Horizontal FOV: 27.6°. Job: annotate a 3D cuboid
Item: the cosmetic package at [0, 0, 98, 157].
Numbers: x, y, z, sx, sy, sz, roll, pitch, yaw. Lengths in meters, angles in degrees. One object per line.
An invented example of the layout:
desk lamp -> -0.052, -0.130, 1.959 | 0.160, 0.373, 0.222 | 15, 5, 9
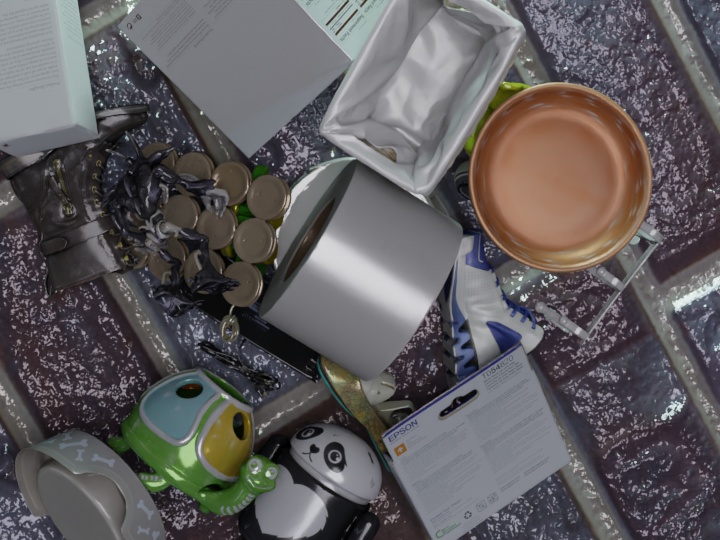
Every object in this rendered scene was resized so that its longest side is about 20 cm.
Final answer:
cosmetic package -> -0.353, -0.234, 1.576 | 0.101, 0.071, 0.201 | -11, 81, 10

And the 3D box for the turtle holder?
turtle holder -> -0.181, 0.189, 1.627 | 0.141, 0.185, 0.132 | 36, 91, -26

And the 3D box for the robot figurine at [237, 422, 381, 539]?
robot figurine -> -0.062, 0.271, 1.678 | 0.150, 0.125, 0.200 | 34, 94, -9

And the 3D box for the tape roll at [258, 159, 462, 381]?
tape roll -> 0.000, 0.000, 1.583 | 0.139, 0.203, 0.203 | 32, 92, -8

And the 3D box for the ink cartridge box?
ink cartridge box -> 0.129, 0.197, 1.692 | 0.199, 0.041, 0.200 | -32, 124, -10

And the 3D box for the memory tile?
memory tile -> -0.179, -0.054, 1.634 | 0.200, 0.017, 0.154 | 18, 94, 24

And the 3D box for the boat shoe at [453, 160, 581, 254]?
boat shoe -> 0.176, -0.062, 1.644 | 0.075, 0.200, 0.093 | 48, 64, -47

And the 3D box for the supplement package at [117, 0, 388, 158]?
supplement package -> -0.107, -0.271, 1.563 | 0.200, 0.147, 0.191 | 45, 129, -10

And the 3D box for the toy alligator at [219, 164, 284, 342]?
toy alligator -> -0.121, -0.017, 1.645 | 0.059, 0.054, 0.201 | 11, 91, 25

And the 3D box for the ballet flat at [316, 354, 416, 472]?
ballet flat -> 0.023, 0.154, 1.682 | 0.071, 0.071, 0.200 | -34, 121, -3

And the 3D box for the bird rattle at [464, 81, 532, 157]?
bird rattle -> 0.101, -0.200, 1.631 | 0.200, 0.163, 0.113 | 39, 84, 13

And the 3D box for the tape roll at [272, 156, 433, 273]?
tape roll -> -0.006, -0.032, 1.698 | 0.202, 0.037, 0.203 | -1, 96, -6

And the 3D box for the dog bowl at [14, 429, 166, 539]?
dog bowl -> -0.295, 0.264, 1.623 | 0.059, 0.200, 0.200 | -38, 101, -34

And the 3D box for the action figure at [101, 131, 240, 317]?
action figure -> -0.207, -0.052, 1.583 | 0.119, 0.102, 0.200 | -32, 70, 22

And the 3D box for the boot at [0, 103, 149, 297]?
boot -> -0.293, -0.080, 1.639 | 0.200, 0.069, 0.174 | -26, 96, 7

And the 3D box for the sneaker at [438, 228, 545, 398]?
sneaker -> 0.154, 0.046, 1.713 | 0.115, 0.081, 0.200 | -6, 104, -10

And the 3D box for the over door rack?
over door rack -> 0.262, 0.003, 1.660 | 0.067, 0.200, 0.148 | 38, 92, 0

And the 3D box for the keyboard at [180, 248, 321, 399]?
keyboard -> -0.125, 0.066, 1.688 | 0.200, 0.021, 0.127 | 32, 102, 1

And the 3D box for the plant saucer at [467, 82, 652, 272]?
plant saucer -> 0.209, -0.097, 1.554 | 0.200, 0.037, 0.201 | 0, 89, -9

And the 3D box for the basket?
basket -> 0.068, -0.194, 1.502 | 0.135, 0.123, 0.200 | 32, 100, 5
